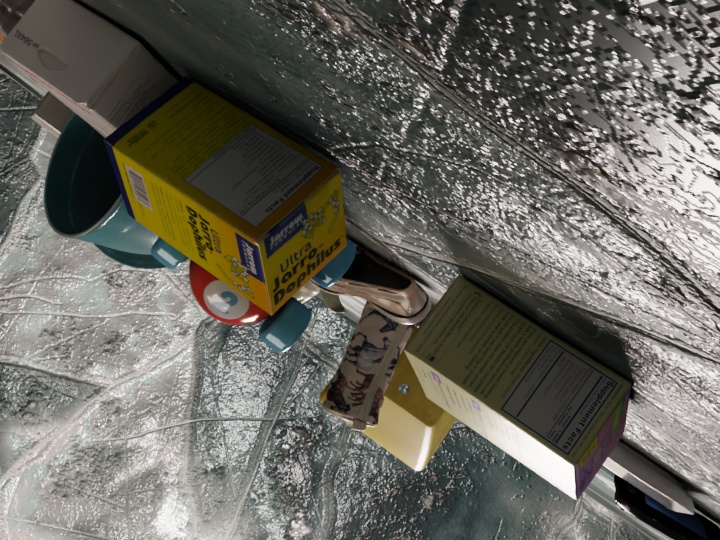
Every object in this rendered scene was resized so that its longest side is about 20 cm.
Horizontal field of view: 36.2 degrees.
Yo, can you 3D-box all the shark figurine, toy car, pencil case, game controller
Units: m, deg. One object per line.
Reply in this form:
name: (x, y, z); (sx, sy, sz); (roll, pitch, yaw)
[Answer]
shark figurine: (-0.002, 0.016, 1.565); (0.214, 0.129, 0.089); (14, -167, 21)
toy car: (-0.090, -0.029, 1.147); (0.184, 0.177, 0.200); (39, 162, -13)
pencil case: (0.020, 0.112, 1.456); (0.078, 0.200, 0.089); (25, 174, -18)
game controller: (0.473, 0.373, 1.675); (0.200, 0.042, 0.104); (31, -153, -2)

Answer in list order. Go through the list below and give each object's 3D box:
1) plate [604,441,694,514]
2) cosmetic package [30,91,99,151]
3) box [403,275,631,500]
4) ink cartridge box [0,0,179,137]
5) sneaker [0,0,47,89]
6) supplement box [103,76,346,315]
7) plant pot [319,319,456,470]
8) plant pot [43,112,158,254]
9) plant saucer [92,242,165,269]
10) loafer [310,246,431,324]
plate: (0.379, 0.275, 1.568); (0.200, 0.032, 0.200); (34, 176, 11)
cosmetic package: (-0.377, -0.223, 1.477); (0.085, 0.108, 0.200); (37, 173, -19)
box: (0.161, 0.121, 1.111); (0.200, 0.097, 0.176); (34, 168, 22)
ink cartridge box: (-0.245, -0.181, 1.123); (0.146, 0.084, 0.200); (33, 174, 26)
sneaker: (-0.367, -0.271, 1.225); (0.200, 0.078, 0.112); (47, 177, -9)
supplement box: (-0.123, -0.072, 1.022); (0.200, 0.109, 0.110); (33, 151, 26)
plant pot: (0.076, 0.160, 1.674); (0.200, 0.200, 0.176); (35, 163, 5)
plant pot: (-0.252, -0.107, 1.357); (0.188, 0.200, 0.200); (23, -176, -43)
plant saucer: (-0.277, -0.100, 1.467); (0.200, 0.200, 0.027); (38, -175, -27)
loafer: (0.000, 0.000, 1.375); (0.200, 0.072, 0.063); (25, 154, 30)
